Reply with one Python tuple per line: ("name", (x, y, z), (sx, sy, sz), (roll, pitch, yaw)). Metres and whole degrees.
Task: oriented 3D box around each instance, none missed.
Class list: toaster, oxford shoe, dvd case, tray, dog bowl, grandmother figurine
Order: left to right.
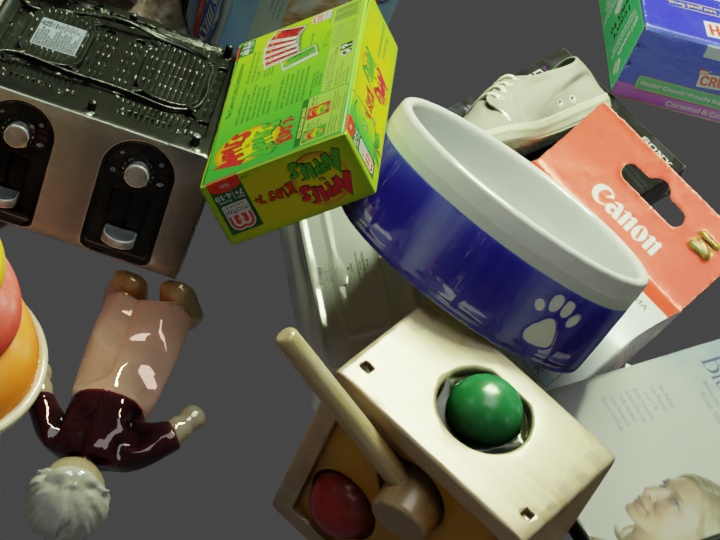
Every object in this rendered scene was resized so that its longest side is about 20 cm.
("toaster", (-0.180, -0.101, 1.567), (0.181, 0.119, 0.200), (19, 30, -5))
("grandmother figurine", (-0.160, 0.091, 1.493), (0.121, 0.061, 0.200), (6, 48, 19))
("tray", (0.000, 0.000, 1.617), (0.107, 0.022, 0.200), (-16, 54, 6))
("dog bowl", (0.086, -0.024, 1.519), (0.200, 0.079, 0.200), (35, 13, -9))
("oxford shoe", (0.105, -0.111, 1.697), (0.200, 0.075, 0.058), (-24, 86, -41))
("dvd case", (0.208, 0.124, 1.550), (0.200, 0.018, 0.143), (-14, 59, -30))

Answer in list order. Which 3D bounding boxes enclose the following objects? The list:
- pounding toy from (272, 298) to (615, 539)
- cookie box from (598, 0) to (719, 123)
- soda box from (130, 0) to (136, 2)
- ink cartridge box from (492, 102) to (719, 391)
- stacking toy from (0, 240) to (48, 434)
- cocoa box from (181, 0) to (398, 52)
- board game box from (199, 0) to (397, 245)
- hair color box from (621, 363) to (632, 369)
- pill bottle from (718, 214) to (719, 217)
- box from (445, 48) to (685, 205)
("pounding toy", (0.033, 0.121, 1.444), (0.184, 0.200, 0.142), (42, 50, 14))
("cookie box", (0.284, -0.205, 1.874), (0.171, 0.075, 0.200), (14, 38, -10))
("soda box", (-0.189, -0.242, 1.665), (0.063, 0.068, 0.200), (29, 3, 2))
("ink cartridge box", (0.151, -0.012, 1.643), (0.200, 0.047, 0.160), (-40, 72, -7))
("stacking toy", (-0.264, 0.003, 1.416), (0.146, 0.200, 0.146), (4, 49, -4))
("cocoa box", (-0.045, -0.241, 1.708), (0.133, 0.200, 0.131), (0, 53, -20))
("board game box", (-0.036, -0.101, 1.506), (0.101, 0.048, 0.200), (-20, 28, 17))
("hair color box", (0.247, 0.159, 1.590), (0.200, 0.064, 0.111), (26, 49, -1))
("pill bottle", (0.338, 0.035, 1.694), (0.114, 0.114, 0.200), (1, 52, -21))
("box", (0.133, -0.080, 1.759), (0.200, 0.036, 0.143), (-29, 67, -37))
